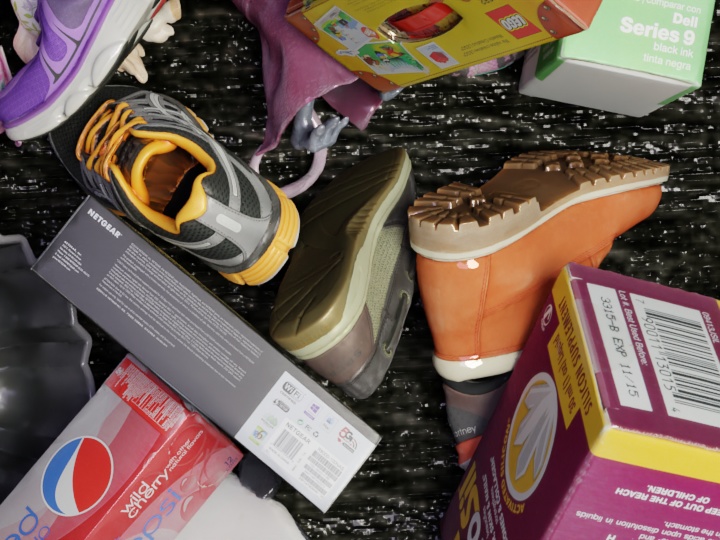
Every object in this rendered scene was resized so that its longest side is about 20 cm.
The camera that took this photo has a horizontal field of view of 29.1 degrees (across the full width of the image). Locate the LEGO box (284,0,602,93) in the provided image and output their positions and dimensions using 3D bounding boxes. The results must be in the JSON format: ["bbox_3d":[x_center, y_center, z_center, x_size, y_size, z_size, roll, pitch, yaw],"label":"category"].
[{"bbox_3d":[0.060,-0.183,0.690,0.077,0.199,0.150,33,76,-21],"label":"LEGO box"}]

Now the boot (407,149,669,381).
[{"bbox_3d":[0.107,-0.008,0.804,0.198,0.075,0.109,-22,115,-36],"label":"boot"}]

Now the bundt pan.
[{"bbox_3d":[-0.250,0.071,0.787,0.075,0.200,0.205,0,89,42],"label":"bundt pan"}]

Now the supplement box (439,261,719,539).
[{"bbox_3d":[0.124,0.120,0.732,0.102,0.132,0.202,13,123,-12],"label":"supplement box"}]

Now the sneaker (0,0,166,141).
[{"bbox_3d":[-0.152,-0.159,0.767,0.083,0.081,0.200,35,118,-8],"label":"sneaker"}]

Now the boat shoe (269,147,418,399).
[{"bbox_3d":[0.001,0.000,0.783,0.071,0.202,0.066,-25,112,24],"label":"boat shoe"}]

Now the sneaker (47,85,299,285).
[{"bbox_3d":[-0.121,-0.063,0.798,0.199,0.077,0.079,28,90,35],"label":"sneaker"}]

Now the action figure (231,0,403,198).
[{"bbox_3d":[-0.048,-0.170,0.836,0.200,0.133,0.149,49,133,13],"label":"action figure"}]

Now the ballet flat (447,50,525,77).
[{"bbox_3d":[0.067,-0.220,0.839,0.070,0.069,0.203,-8,93,-17],"label":"ballet flat"}]

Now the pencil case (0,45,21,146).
[{"bbox_3d":[-0.259,-0.166,0.828,0.086,0.087,0.203,-13,89,1],"label":"pencil case"}]

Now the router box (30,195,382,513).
[{"bbox_3d":[-0.081,0.049,0.784,0.199,0.157,0.052,40,85,1],"label":"router box"}]

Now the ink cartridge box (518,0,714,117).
[{"bbox_3d":[0.155,-0.201,0.790,0.083,0.146,0.203,10,90,-1],"label":"ink cartridge box"}]

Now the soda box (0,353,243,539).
[{"bbox_3d":[-0.159,0.150,0.769,0.063,0.070,0.201,33,79,35],"label":"soda box"}]

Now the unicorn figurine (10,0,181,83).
[{"bbox_3d":[-0.176,-0.208,0.806,0.135,0.074,0.203,-5,100,-14],"label":"unicorn figurine"}]

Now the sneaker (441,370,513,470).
[{"bbox_3d":[0.138,0.049,0.826,0.198,0.077,0.083,-23,83,0],"label":"sneaker"}]

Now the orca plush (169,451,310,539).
[{"bbox_3d":[-0.101,0.163,0.829,0.197,0.071,0.106,7,59,22],"label":"orca plush"}]
